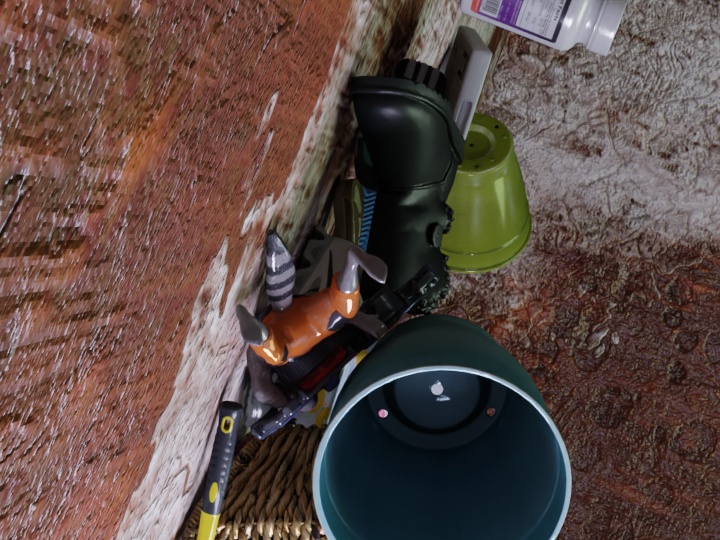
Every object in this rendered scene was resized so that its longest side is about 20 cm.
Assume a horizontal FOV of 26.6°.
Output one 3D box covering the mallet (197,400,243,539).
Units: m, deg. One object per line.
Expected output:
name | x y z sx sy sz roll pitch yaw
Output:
mallet | -0.132 0.200 1.229 0.041 0.065 0.202 -56 152 -74

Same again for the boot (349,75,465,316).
boot | 0.035 -0.057 1.283 0.200 0.076 0.170 40 57 -67

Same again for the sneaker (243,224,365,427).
sneaker | -0.037 0.057 1.327 0.074 0.088 0.201 106 9 -63

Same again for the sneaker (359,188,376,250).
sneaker | 0.000 0.000 1.560 0.081 0.076 0.202 95 19 -78

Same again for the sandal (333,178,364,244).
sandal | -0.029 0.007 1.441 0.080 0.053 0.202 -75 169 -65

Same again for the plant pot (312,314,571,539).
plant pot | 0.063 0.132 1.245 0.188 0.198 0.202 -88 -163 -69

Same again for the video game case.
video game case | 0.086 -0.140 1.487 0.200 0.022 0.184 -92 -162 -75

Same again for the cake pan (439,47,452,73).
cake pan | 0.110 -0.216 2.070 0.200 0.036 0.202 21 90 -86

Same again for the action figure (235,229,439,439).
action figure | -0.031 0.028 1.195 0.200 0.105 0.194 -41 171 -19

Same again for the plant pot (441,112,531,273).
plant pot | 0.171 -0.135 2.357 0.194 0.198 0.201 86 23 -51

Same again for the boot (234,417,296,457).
boot | -0.056 0.195 1.479 0.203 0.073 0.155 -31 150 -32

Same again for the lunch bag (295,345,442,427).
lunch bag | -0.001 0.177 1.660 0.127 0.168 0.202 32 -73 60

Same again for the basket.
basket | -0.065 0.227 1.359 0.201 0.147 0.144 74 16 -48

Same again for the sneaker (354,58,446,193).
sneaker | 0.034 -0.118 1.461 0.201 0.074 0.088 -64 179 -49

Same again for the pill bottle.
pill bottle | 0.237 -0.348 1.942 0.111 0.198 0.112 22 90 -86
